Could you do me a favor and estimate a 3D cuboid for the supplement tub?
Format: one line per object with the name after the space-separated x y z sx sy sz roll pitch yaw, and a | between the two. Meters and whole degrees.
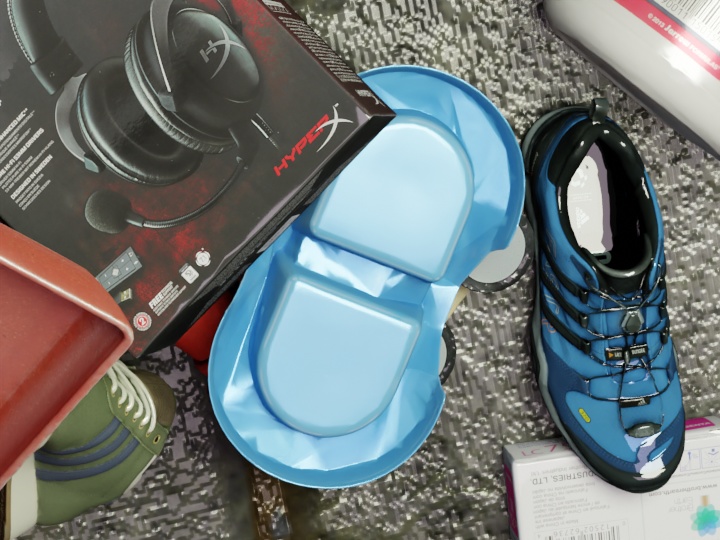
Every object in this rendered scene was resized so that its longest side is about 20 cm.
0.197 -0.163 1.228 0.140 0.140 0.200 37 94 -14 | supplement tub

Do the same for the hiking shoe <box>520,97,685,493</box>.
0.120 0.017 1.267 0.074 0.087 0.201 -14 93 -4 | hiking shoe

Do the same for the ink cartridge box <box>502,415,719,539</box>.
0.143 0.184 1.343 0.119 0.042 0.201 -7 100 -7 | ink cartridge box

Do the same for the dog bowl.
0.000 0.000 1.174 0.111 0.050 0.201 21 97 -11 | dog bowl

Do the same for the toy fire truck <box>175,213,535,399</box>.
-0.046 -0.023 1.241 0.200 0.129 0.176 35 94 -24 | toy fire truck

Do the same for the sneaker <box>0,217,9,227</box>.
-0.216 0.031 1.205 0.201 0.067 0.108 -18 118 27 | sneaker

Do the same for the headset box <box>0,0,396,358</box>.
-0.108 -0.086 1.108 0.149 0.077 0.200 -44 87 9 | headset box

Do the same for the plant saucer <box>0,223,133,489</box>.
-0.218 0.015 1.091 0.200 0.037 0.200 30 138 -14 | plant saucer

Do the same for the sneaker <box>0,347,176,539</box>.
-0.131 0.062 1.215 0.090 0.200 0.067 -16 65 -22 | sneaker
